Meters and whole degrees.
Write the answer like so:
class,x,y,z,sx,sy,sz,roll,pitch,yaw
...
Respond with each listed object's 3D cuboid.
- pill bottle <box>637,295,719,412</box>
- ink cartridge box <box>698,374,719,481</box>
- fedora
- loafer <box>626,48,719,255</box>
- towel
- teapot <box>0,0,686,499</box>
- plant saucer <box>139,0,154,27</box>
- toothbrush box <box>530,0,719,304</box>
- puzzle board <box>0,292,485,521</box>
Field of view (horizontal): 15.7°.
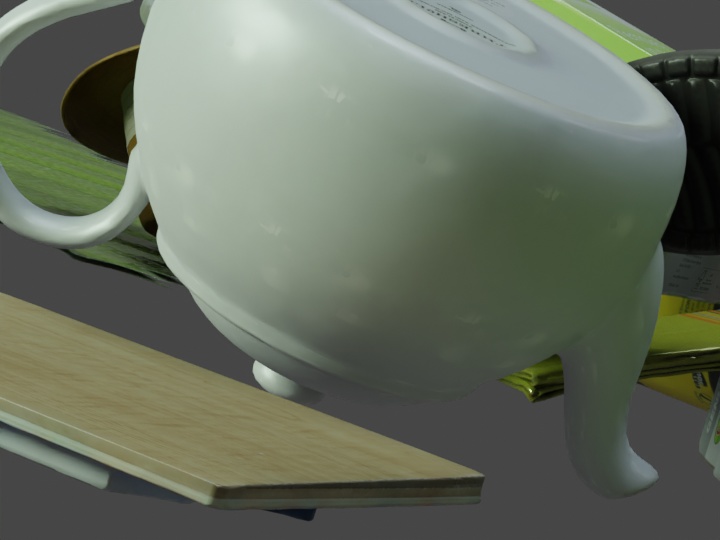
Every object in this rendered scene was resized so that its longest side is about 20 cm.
class,x,y,z,sx,sy,sz,roll,pitch,yaw
pill bottle,0.168,0.008,1.378,0.112,0.113,0.200,13,6,-42
ink cartridge box,0.207,0.003,0.980,0.084,0.201,0.176,17,5,-6
fedora,-0.057,-0.057,1.341,0.200,0.082,0.201,-1,-17,0
loafer,0.102,-0.045,0.962,0.199,0.073,0.071,-4,9,31
towel,0.144,0.036,1.199,0.199,0.018,0.086,-6,9,-25
teapot,-0.001,-0.024,0.871,0.197,0.146,0.200,8,26,-47
plant saucer,-0.013,-0.050,1.110,0.200,0.050,0.200,29,9,-5
toothbrush box,0.084,-0.072,1.110,0.200,0.086,0.146,33,10,24
puzzle board,-0.083,0.032,0.713,0.200,0.017,0.151,18,5,27
